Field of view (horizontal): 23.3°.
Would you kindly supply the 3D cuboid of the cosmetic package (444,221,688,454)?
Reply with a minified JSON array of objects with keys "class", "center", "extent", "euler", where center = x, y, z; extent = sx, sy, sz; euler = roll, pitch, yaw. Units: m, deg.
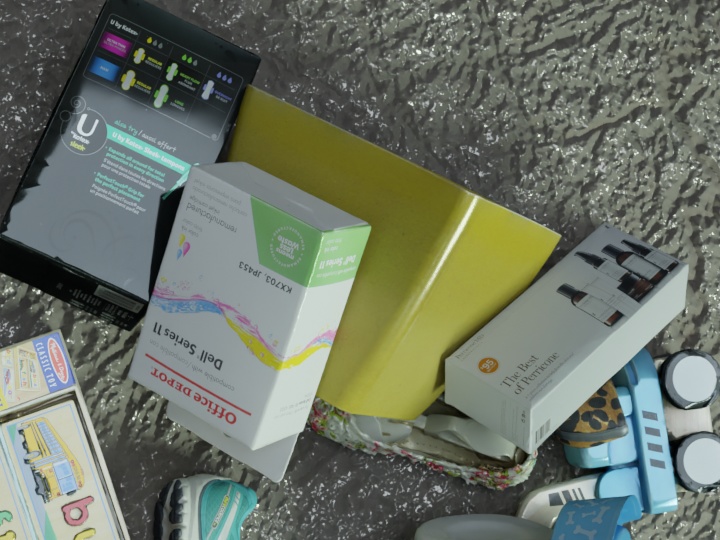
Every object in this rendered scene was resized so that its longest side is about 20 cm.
[{"class":"cosmetic package","center":[0.156,0.045,1.306],"extent":[0.082,0.051,0.200],"euler":[27,50,32]}]

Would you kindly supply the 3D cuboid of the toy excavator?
[{"class":"toy excavator","center":[0.190,0.165,1.392],"extent":[0.198,0.100,0.197],"euler":[-7,86,-4]}]

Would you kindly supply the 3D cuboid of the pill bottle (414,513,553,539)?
[{"class":"pill bottle","center":[0.092,0.293,1.306],"extent":[0.113,0.114,0.203],"euler":[0,97,-16]}]

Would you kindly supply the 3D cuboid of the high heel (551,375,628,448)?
[{"class":"high heel","center":[0.197,0.060,1.367],"extent":[0.200,0.142,0.072],"euler":[-42,130,-27]}]

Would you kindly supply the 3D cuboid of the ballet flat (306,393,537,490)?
[{"class":"ballet flat","center":[0.052,0.117,1.364],"extent":[0.198,0.064,0.076],"euler":[16,75,-13]}]

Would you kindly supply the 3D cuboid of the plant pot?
[{"class":"plant pot","center":[0.000,0.000,1.282],"extent":[0.199,0.200,0.178],"euler":[27,95,24]}]

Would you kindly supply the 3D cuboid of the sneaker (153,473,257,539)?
[{"class":"sneaker","center":[-0.108,0.253,1.295],"extent":[0.079,0.077,0.202],"euler":[5,80,-24]}]

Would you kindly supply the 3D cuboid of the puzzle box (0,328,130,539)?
[{"class":"puzzle box","center":[-0.252,0.159,1.290],"extent":[0.132,0.025,0.202],"euler":[-19,88,-18]}]

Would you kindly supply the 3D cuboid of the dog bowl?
[{"class":"dog bowl","center":[0.175,0.245,1.287],"extent":[0.049,0.201,0.112],"euler":[6,49,21]}]

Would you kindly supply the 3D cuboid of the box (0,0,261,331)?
[{"class":"box","center":[-0.174,-0.078,1.283],"extent":[0.123,0.148,0.202],"euler":[24,76,-10]}]

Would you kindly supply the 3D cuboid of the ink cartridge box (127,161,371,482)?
[{"class":"ink cartridge box","center":[-0.083,0.041,1.193],"extent":[0.116,0.067,0.202],"euler":[26,109,24]}]
